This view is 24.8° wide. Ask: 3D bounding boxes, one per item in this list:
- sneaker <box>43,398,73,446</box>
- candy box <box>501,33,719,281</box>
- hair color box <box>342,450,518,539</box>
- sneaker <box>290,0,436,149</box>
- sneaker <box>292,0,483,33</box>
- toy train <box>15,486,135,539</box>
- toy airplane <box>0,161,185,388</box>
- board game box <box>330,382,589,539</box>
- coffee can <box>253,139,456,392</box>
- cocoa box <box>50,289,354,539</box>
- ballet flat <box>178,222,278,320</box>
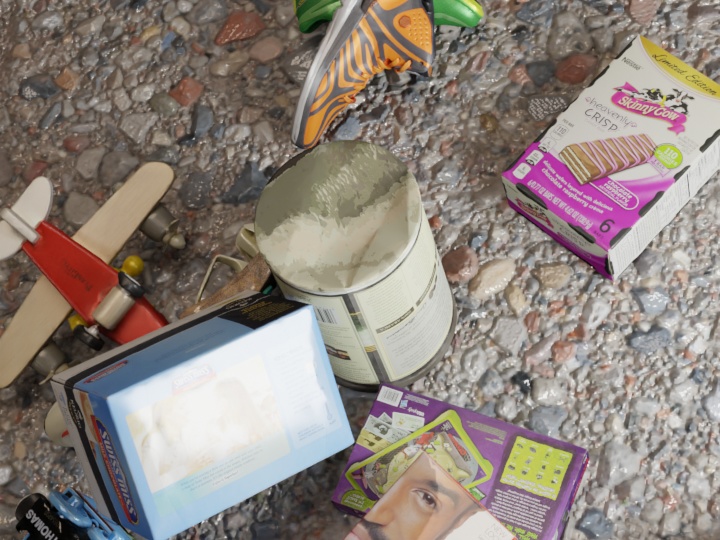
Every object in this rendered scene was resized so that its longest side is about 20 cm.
[{"bbox_3d":[-0.193,0.146,1.487,0.198,0.071,0.094,-10,55,4],"label":"sneaker"},{"bbox_3d":[0.248,-0.108,1.526,0.136,0.061,0.200,38,75,28],"label":"candy box"},{"bbox_3d":[0.029,0.264,1.357,0.111,0.064,0.200,40,84,26],"label":"hair color box"},{"bbox_3d":[0.010,-0.196,1.606,0.111,0.078,0.201,25,105,-2],"label":"sneaker"},{"bbox_3d":[0.028,-0.262,1.669,0.198,0.074,0.084,7,93,11],"label":"sneaker"},{"bbox_3d":[-0.217,0.266,1.403,0.200,0.114,0.087,39,88,28],"label":"toy train"},{"bbox_3d":[-0.259,0.007,1.540,0.198,0.141,0.201,-11,70,18],"label":"toy airplane"},{"bbox_3d":[0.087,0.182,1.426,0.198,0.032,0.121,17,64,21],"label":"board game box"},{"bbox_3d":[0.000,0.000,1.446,0.145,0.200,0.148,-5,60,10],"label":"coffee can"},{"bbox_3d":[-0.130,0.116,1.365,0.199,0.134,0.131,-24,16,-27],"label":"cocoa box"},{"bbox_3d":[-0.099,-0.004,1.523,0.067,0.068,0.200,35,54,7],"label":"ballet flat"}]
